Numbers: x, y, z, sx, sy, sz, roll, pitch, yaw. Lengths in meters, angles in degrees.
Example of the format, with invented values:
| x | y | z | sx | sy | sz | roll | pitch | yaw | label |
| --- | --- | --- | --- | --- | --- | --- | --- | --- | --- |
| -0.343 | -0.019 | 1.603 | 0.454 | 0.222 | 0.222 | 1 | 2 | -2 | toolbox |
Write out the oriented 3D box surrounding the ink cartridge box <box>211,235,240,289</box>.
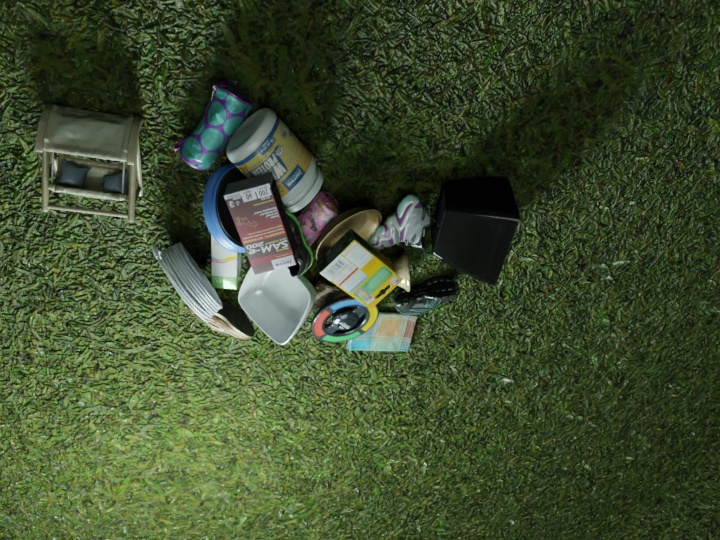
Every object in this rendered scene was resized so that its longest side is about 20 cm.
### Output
| x | y | z | sx | sy | sz | roll | pitch | yaw | label |
| --- | --- | --- | --- | --- | --- | --- | --- | --- | --- |
| -0.326 | -0.072 | 1.479 | 0.065 | 0.119 | 0.205 | 4 | 125 | -7 | ink cartridge box |

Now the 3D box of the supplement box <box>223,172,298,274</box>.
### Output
| x | y | z | sx | sy | sz | roll | pitch | yaw | label |
| --- | --- | --- | --- | --- | --- | --- | --- | --- | --- |
| -0.214 | -0.100 | 1.328 | 0.105 | 0.062 | 0.205 | -13 | 121 | 6 | supplement box |

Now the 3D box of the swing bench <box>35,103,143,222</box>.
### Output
| x | y | z | sx | sy | sz | roll | pitch | yaw | label |
| --- | --- | --- | --- | --- | --- | --- | --- | --- | --- |
| -0.582 | -0.235 | 1.314 | 0.192 | 0.131 | 0.205 | 5 | 124 | -12 | swing bench |

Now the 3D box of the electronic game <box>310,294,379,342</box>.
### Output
| x | y | z | sx | sy | sz | roll | pitch | yaw | label |
| --- | --- | --- | --- | --- | --- | --- | --- | --- | --- |
| -0.042 | 0.135 | 1.666 | 0.194 | 0.042 | 0.203 | -13 | 143 | -10 | electronic game |

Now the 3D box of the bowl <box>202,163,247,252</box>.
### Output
| x | y | z | sx | sy | sz | roll | pitch | yaw | label |
| --- | --- | --- | --- | --- | --- | --- | --- | --- | --- |
| -0.272 | -0.146 | 1.397 | 0.039 | 0.204 | 0.202 | -3 | 138 | 40 | bowl |

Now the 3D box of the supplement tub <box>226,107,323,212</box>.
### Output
| x | y | z | sx | sy | sz | roll | pitch | yaw | label |
| --- | --- | --- | --- | --- | --- | --- | --- | --- | --- |
| -0.189 | -0.245 | 1.363 | 0.143 | 0.146 | 0.200 | -35 | 123 | 16 | supplement tub |

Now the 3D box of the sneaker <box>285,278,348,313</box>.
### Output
| x | y | z | sx | sy | sz | roll | pitch | yaw | label |
| --- | --- | --- | --- | --- | --- | --- | --- | --- | --- |
| -0.118 | 0.059 | 1.652 | 0.194 | 0.071 | 0.078 | -14 | 110 | -6 | sneaker |

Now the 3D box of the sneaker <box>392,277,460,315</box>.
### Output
| x | y | z | sx | sy | sz | roll | pitch | yaw | label |
| --- | --- | --- | --- | --- | --- | --- | --- | --- | --- |
| 0.189 | 0.077 | 1.712 | 0.193 | 0.077 | 0.080 | -12 | 139 | 9 | sneaker |

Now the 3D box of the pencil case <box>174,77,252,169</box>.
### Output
| x | y | z | sx | sy | sz | roll | pitch | yaw | label |
| --- | --- | --- | --- | --- | --- | --- | --- | --- | --- |
| -0.322 | -0.318 | 1.327 | 0.091 | 0.086 | 0.201 | 29 | 117 | -26 | pencil case |

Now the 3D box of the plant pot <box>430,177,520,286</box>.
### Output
| x | y | z | sx | sy | sz | roll | pitch | yaw | label |
| --- | --- | --- | --- | --- | --- | --- | --- | --- | --- |
| 0.274 | -0.113 | 1.516 | 0.171 | 0.202 | 0.204 | 9 | 125 | -3 | plant pot |

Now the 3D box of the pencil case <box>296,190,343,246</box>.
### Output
| x | y | z | sx | sy | sz | roll | pitch | yaw | label |
| --- | --- | --- | --- | --- | --- | --- | --- | --- | --- |
| -0.132 | -0.103 | 1.513 | 0.086 | 0.084 | 0.200 | 34 | 113 | -29 | pencil case |

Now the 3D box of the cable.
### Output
| x | y | z | sx | sy | sz | roll | pitch | yaw | label |
| --- | --- | --- | --- | --- | --- | --- | --- | --- | --- |
| -0.416 | 0.028 | 1.490 | 0.068 | 0.200 | 0.202 | -35 | 145 | -9 | cable |

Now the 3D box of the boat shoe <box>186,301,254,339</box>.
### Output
| x | y | z | sx | sy | sz | roll | pitch | yaw | label |
| --- | --- | --- | --- | --- | --- | --- | --- | --- | --- |
| -0.381 | 0.131 | 1.651 | 0.199 | 0.073 | 0.068 | 40 | 116 | -20 | boat shoe |

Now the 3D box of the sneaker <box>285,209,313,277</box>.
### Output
| x | y | z | sx | sy | sz | roll | pitch | yaw | label |
| --- | --- | --- | --- | --- | --- | --- | --- | --- | --- |
| -0.176 | -0.067 | 1.422 | 0.075 | 0.085 | 0.202 | -4 | 130 | 36 | sneaker |

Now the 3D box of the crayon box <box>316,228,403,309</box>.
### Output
| x | y | z | sx | sy | sz | roll | pitch | yaw | label |
| --- | --- | --- | --- | --- | --- | --- | --- | --- | --- |
| 0.000 | 0.000 | 1.525 | 0.125 | 0.052 | 0.199 | -41 | 128 | 16 | crayon box |

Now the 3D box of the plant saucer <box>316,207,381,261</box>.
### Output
| x | y | z | sx | sy | sz | roll | pitch | yaw | label |
| --- | --- | --- | --- | --- | --- | --- | --- | --- | --- |
| -0.036 | -0.095 | 1.516 | 0.197 | 0.036 | 0.201 | -31 | 159 | -13 | plant saucer |

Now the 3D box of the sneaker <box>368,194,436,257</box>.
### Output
| x | y | z | sx | sy | sz | roll | pitch | yaw | label |
| --- | --- | --- | --- | --- | --- | --- | --- | --- | --- |
| 0.111 | -0.077 | 1.539 | 0.140 | 0.077 | 0.201 | 45 | 115 | 7 | sneaker |

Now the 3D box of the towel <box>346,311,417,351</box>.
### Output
| x | y | z | sx | sy | sz | roll | pitch | yaw | label |
| --- | --- | --- | --- | --- | --- | --- | --- | --- | --- |
| 0.064 | 0.182 | 1.786 | 0.193 | 0.022 | 0.150 | 3 | 125 | -11 | towel |

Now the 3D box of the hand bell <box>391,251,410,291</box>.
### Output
| x | y | z | sx | sy | sz | roll | pitch | yaw | label |
| --- | --- | --- | --- | --- | --- | --- | --- | --- | --- |
| 0.031 | 0.013 | 1.617 | 0.193 | 0.106 | 0.107 | -6 | 127 | 0 | hand bell |

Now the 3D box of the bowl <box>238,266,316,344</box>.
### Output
| x | y | z | sx | sy | sz | roll | pitch | yaw | label |
| --- | --- | --- | --- | --- | --- | --- | --- | --- | --- |
| -0.210 | 0.065 | 1.582 | 0.199 | 0.074 | 0.202 | 42 | 118 | 14 | bowl |
